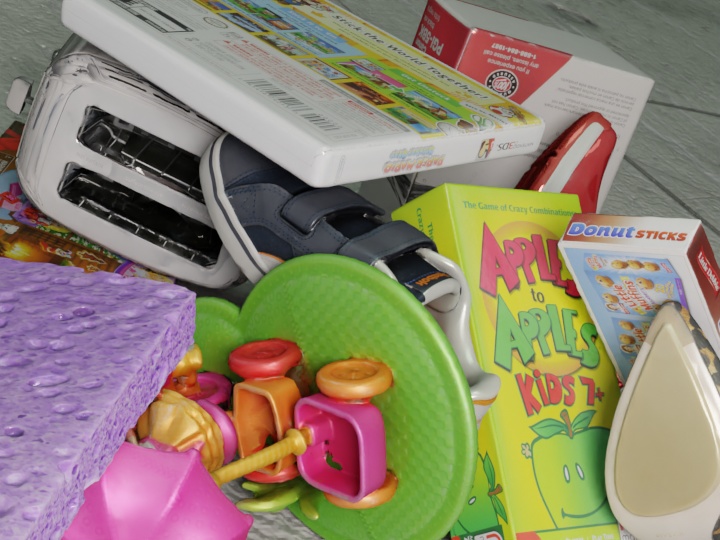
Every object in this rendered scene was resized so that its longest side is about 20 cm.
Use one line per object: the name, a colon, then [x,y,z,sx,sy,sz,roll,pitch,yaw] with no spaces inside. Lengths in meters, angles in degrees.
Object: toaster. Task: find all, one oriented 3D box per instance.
toaster: [-0.101,-0.068,0.878,0.199,0.114,0.129,27,26,-2]

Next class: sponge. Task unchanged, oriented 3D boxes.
sponge: [-0.144,0.053,0.569,0.111,0.030,0.200,8,27,11]

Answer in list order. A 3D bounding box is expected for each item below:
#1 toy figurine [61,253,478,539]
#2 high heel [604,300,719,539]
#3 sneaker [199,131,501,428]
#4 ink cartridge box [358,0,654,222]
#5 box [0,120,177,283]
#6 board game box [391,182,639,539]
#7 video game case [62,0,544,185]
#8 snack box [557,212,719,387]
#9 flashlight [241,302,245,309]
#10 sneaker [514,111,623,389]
toy figurine: [-0.080,0.084,0.673,0.199,0.151,0.184,12,23,38]
high heel: [0.185,0.102,0.787,0.071,0.202,0.142,-1,11,33]
sneaker: [0.000,0.000,0.752,0.078,0.079,0.201,-22,75,-50]
ink cartridge box: [0.086,-0.065,1.028,0.146,0.201,0.083,11,22,-25]
box: [-0.171,-0.019,0.896,0.136,0.039,0.200,21,23,-6]
board game box: [0.085,0.059,0.798,0.101,0.048,0.201,2,71,-39]
video game case: [-0.029,-0.105,0.816,0.200,0.023,0.181,33,29,32]
snack box: [0.168,0.051,0.792,0.072,0.201,0.024,6,50,39]
flashlight: [-0.030,0.012,0.882,0.067,0.068,0.200,-20,8,12]
sneaker: [0.130,0.009,0.951,0.115,0.201,0.078,32,-3,-3]
